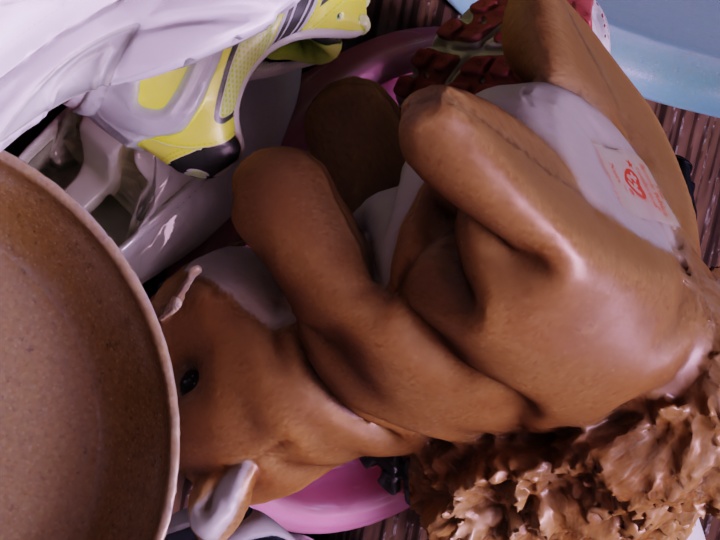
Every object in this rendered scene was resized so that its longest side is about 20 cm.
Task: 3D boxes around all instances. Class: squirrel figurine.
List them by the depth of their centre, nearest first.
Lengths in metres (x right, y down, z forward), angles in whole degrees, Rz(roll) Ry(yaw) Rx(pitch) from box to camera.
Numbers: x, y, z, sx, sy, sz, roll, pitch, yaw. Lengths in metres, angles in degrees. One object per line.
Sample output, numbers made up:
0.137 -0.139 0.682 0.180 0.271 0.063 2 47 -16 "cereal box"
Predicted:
0.028 0.035 0.891 0.187 0.142 0.200 -36 103 26 "squirrel figurine"

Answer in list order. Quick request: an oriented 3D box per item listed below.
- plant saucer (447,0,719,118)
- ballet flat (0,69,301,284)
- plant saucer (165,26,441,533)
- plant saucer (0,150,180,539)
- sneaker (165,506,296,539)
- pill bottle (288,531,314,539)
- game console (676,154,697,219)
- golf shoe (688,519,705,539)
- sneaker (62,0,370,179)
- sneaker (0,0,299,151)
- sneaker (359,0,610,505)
0.129 -0.092 1.008 0.200 0.200 0.027 24 78 -48 "plant saucer"
-0.094 -0.023 0.912 0.200 0.069 0.069 -44 136 -14 "ballet flat"
0.000 0.000 1.037 0.200 0.051 0.201 -22 127 -34 "plant saucer"
-0.155 0.053 0.850 0.200 0.200 0.035 -55 179 -5 "plant saucer"
-0.017 0.185 0.942 0.079 0.130 0.199 -19 124 -36 "sneaker"
0.013 0.175 1.106 0.104 0.104 0.200 -55 139 -5 "pill bottle"
0.097 0.044 1.088 0.200 0.031 0.177 -53 167 -81 "game console"
0.149 0.183 1.255 0.075 0.091 0.200 -27 128 -29 "golf shoe"
-0.023 -0.110 0.908 0.076 0.075 0.200 44 69 -8 "sneaker"
-0.118 -0.083 0.798 0.200 0.078 0.099 -28 103 -15 "sneaker"
0.051 -0.014 0.996 0.082 0.078 0.200 -18 131 -48 "sneaker"
